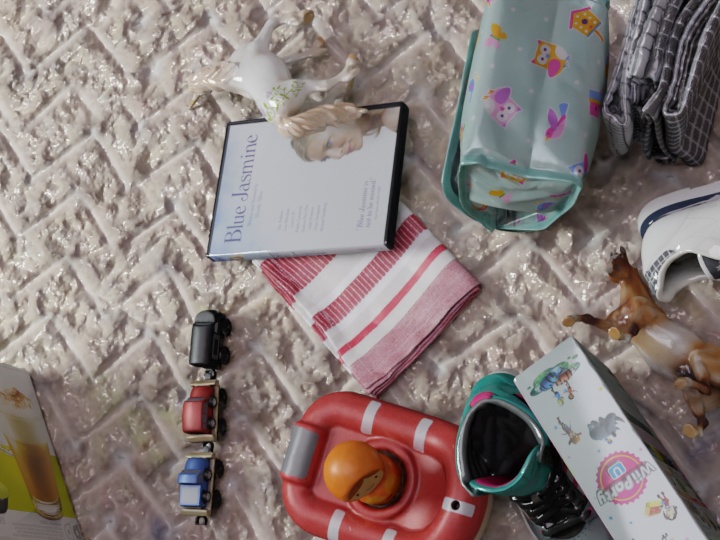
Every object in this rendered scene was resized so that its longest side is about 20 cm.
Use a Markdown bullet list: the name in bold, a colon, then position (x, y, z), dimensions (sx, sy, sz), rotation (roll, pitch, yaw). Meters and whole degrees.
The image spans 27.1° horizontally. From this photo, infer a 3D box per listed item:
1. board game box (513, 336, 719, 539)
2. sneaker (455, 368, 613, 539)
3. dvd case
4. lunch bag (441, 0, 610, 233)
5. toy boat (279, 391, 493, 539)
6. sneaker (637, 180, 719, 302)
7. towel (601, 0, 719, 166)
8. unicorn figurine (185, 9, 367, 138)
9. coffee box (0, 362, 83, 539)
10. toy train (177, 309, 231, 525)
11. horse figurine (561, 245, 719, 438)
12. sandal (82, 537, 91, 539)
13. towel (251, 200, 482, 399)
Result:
- **board game box**: position (0.213, 0.162, 1.176), dimensions (0.064, 0.147, 0.201), rotation (-37, 65, 10)
- **sneaker**: position (0.142, 0.174, 1.203), dimensions (0.083, 0.121, 0.201), rotation (-35, 80, 19)
- **dvd case**: position (-0.051, -0.083, 1.409), dimensions (0.198, 0.018, 0.145), rotation (-4, 69, 29)
- **lunch bag**: position (0.139, -0.131, 1.257), dimensions (0.120, 0.200, 0.173), rotation (11, 79, 4)
- **toy boat**: position (0.012, 0.176, 1.271), dimensions (0.198, 0.131, 0.132), rotation (14, 84, 26)
- **sneaker**: position (0.320, -0.037, 1.205), dimensions (0.199, 0.076, 0.081), rotation (-26, 39, 28)
- **towel**: position (0.265, -0.192, 1.230), dimensions (0.085, 0.166, 0.202), rotation (16, 86, 14)
- **unicorn figurine**: position (-0.085, -0.184, 1.424), dimensions (0.136, 0.074, 0.200), rotation (-30, 35, -12)
- **coffee box**: position (-0.422, 0.206, 1.420), dimensions (0.199, 0.199, 0.199), rotation (-30, 67, 15)
- **toy train**: position (-0.146, 0.135, 1.400), dimensions (0.034, 0.046, 0.203), rotation (-3, 76, 23)
- **horse figurine**: position (0.250, 0.067, 1.210), dimensions (0.200, 0.132, 0.050), rotation (41, 116, 19)
- **sandal**: position (-0.167, 0.313, 1.364), dimensions (0.069, 0.078, 0.212), rotation (-35, 70, -9)
- **towel**: position (0.000, 0.000, 1.381), dimensions (0.144, 0.023, 0.200), rotation (-47, 64, 6)
